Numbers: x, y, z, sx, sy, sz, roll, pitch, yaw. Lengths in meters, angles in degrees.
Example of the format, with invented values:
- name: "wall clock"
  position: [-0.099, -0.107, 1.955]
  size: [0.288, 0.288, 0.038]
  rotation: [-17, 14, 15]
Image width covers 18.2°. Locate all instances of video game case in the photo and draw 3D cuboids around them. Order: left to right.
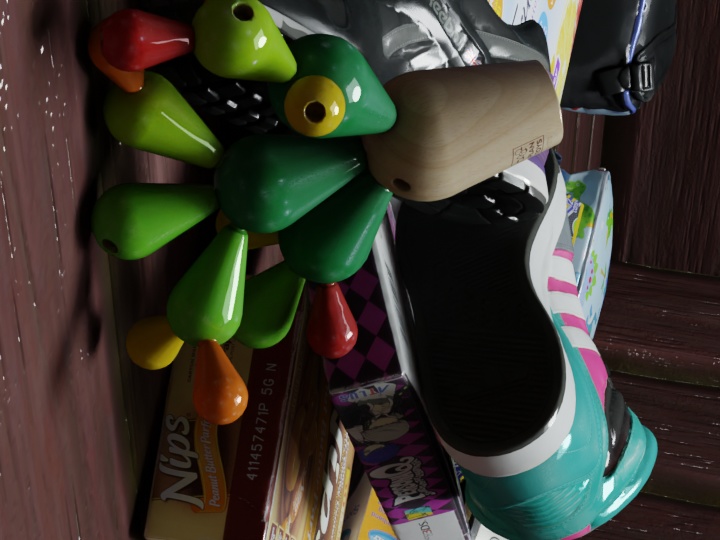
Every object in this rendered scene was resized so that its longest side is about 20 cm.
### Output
- name: "video game case"
  position: [0.000, 0.000, 0.966]
  size: [0.181, 0.036, 0.200]
  rotation: [67, 8, -61]

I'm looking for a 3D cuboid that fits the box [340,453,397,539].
- name: "box"
  position: [-0.005, 0.127, 1.172]
  size: [0.119, 0.041, 0.200]
  rotation: [-45, -164, 40]

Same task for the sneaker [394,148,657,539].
- name: "sneaker"
  position: [0.072, 0.036, 0.939]
  size: [0.200, 0.084, 0.121]
  rotation: [-89, 160, -46]

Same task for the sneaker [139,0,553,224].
- name: "sneaker"
  position: [-0.002, -0.091, 0.848]
  size: [0.200, 0.076, 0.088]
  rotation: [27, 66, -44]

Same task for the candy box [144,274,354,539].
- name: "candy box"
  position: [-0.043, 0.079, 1.003]
  size: [0.200, 0.055, 0.116]
  rotation: [61, 38, -74]

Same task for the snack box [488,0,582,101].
- name: "snack box"
  position: [0.055, -0.139, 1.034]
  size: [0.200, 0.068, 0.169]
  rotation: [55, 46, -66]

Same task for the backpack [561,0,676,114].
- name: "backpack"
  position: [0.165, -0.213, 1.682]
  size: [0.200, 0.147, 0.183]
  rotation: [-24, 122, -75]

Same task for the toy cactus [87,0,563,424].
- name: "toy cactus"
  position: [-0.010, -0.032, 0.766]
  size: [0.200, 0.165, 0.102]
  rotation: [83, -12, -49]

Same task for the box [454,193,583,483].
- name: "box"
  position: [0.060, 0.017, 1.176]
  size: [0.064, 0.070, 0.200]
  rotation: [-49, -169, 34]

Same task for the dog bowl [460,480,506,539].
- name: "dog bowl"
  position: [0.030, 0.177, 1.182]
  size: [0.200, 0.074, 0.200]
  rotation: [-49, -164, 19]

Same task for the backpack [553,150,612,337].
- name: "backpack"
  position: [0.081, 0.007, 1.431]
  size: [0.200, 0.147, 0.183]
  rotation: [72, 31, -81]

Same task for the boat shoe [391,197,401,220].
- name: "boat shoe"
  position: [0.005, -0.087, 1.137]
  size: [0.065, 0.074, 0.200]
  rotation: [-55, 147, -50]
